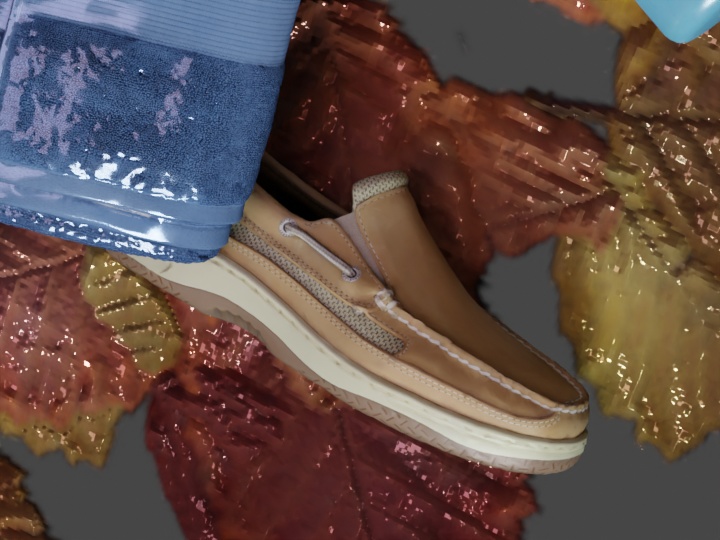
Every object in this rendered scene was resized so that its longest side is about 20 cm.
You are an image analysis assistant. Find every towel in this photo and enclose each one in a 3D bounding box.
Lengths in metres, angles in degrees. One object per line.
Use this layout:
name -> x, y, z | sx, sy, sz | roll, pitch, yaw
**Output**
towel -> -0.072, -0.105, 0.791 | 0.111, 0.049, 0.201 | 14, 106, -6

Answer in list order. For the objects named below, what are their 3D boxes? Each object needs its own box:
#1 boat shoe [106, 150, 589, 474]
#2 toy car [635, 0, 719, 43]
boat shoe -> 0.000, 0.000, 0.841 | 0.199, 0.072, 0.076 | 28, 102, 16
toy car -> 0.068, -0.171, 0.684 | 0.177, 0.200, 0.185 | -43, 84, 28
